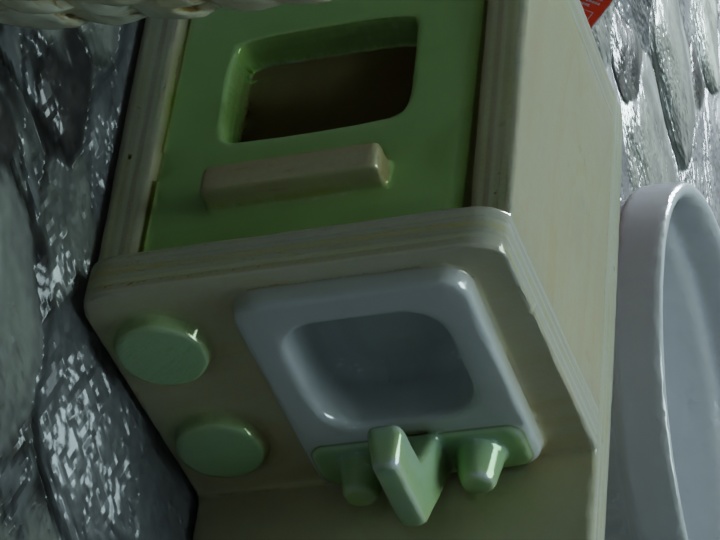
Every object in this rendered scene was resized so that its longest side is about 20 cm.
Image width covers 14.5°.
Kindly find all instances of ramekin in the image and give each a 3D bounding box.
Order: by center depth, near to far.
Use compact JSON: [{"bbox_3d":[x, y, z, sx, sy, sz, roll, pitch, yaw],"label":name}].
[{"bbox_3d":[0.096,0.069,1.149,0.200,0.104,0.202,-8,90,-72],"label":"ramekin"}]

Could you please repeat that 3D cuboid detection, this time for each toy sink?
[{"bbox_3d":[0.000,0.000,0.844,0.112,0.129,0.201,62,27,-46],"label":"toy sink"}]

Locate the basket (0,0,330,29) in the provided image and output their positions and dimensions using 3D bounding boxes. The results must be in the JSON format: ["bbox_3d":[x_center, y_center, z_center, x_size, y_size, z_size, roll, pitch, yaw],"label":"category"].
[{"bbox_3d":[-0.071,-0.131,0.682,0.200,0.135,0.124,5,81,-72],"label":"basket"}]

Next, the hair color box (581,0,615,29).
[{"bbox_3d":[0.091,-0.175,1.119,0.200,0.064,0.111,-51,-154,47],"label":"hair color box"}]
